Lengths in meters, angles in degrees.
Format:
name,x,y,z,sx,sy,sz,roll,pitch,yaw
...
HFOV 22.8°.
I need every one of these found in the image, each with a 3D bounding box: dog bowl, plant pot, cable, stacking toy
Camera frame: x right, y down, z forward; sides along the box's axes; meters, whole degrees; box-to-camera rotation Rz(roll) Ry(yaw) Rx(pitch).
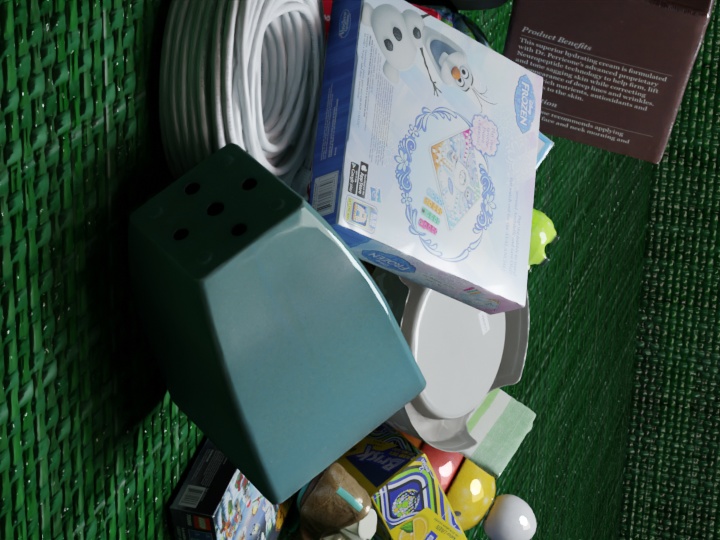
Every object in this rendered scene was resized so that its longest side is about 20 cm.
name,x,y,z,sx,sy,sz,roll,pitch,yaw
dog bowl,0.070,0.056,1.557,0.200,0.059,0.200,-12,106,-51
plant pot,-0.071,0.024,1.215,0.141,0.141,0.200,-38,139,-15
cable,-0.081,-0.144,1.281,0.200,0.069,0.200,55,46,-66
stacking toy,0.080,0.203,1.716,0.146,0.200,0.146,-62,174,-11

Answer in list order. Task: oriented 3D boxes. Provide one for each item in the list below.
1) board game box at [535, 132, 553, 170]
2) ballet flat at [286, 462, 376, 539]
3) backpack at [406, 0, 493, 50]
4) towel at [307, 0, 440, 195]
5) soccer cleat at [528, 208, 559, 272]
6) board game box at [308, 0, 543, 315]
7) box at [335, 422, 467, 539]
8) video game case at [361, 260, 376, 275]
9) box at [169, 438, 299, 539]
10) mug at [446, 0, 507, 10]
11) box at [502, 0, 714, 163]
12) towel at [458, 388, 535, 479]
name,x,y,z,sx,sy,sz,roll,pitch,yaw
board game box,0.043,-0.110,1.451,0.135,0.200,0.034,-55,-167,-13
ballet flat,-0.021,0.213,1.554,0.068,0.072,0.200,-57,176,-18
backpack,0.072,-0.130,1.575,0.200,0.154,0.163,-85,178,-48
towel,-0.016,-0.123,1.403,0.022,0.144,0.200,170,-69,-72
soccer cleat,0.102,-0.008,1.662,0.200,0.081,0.068,-42,-165,45
board game box,0.053,-0.091,1.359,0.199,0.043,0.200,23,64,-37
box,0.046,0.229,1.614,0.064,0.070,0.200,-38,132,-13
video game case,0.000,0.000,1.595,0.200,0.018,0.143,-27,99,-66
box,-0.093,0.174,1.448,0.200,0.040,0.137,-63,157,-47
mug,0.088,-0.341,1.647,0.200,0.147,0.176,-124,-146,-65
box,0.225,-0.234,1.594,0.200,0.166,0.164,99,10,-54
towel,0.064,0.114,1.682,0.023,0.200,0.153,-61,171,24
